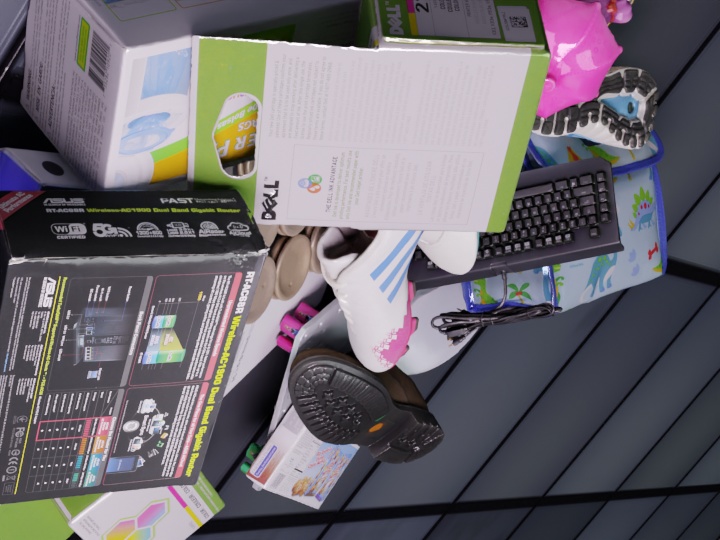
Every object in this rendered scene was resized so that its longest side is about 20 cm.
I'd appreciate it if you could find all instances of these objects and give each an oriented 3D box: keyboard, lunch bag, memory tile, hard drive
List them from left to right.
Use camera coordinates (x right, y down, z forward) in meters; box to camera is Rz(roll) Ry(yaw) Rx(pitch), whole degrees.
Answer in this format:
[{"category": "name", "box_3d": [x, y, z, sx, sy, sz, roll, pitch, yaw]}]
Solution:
[{"category": "hard drive", "box_3d": [-0.075, 0.027, 1.085, 0.200, 0.027, 0.132, -44, 163, -47]}, {"category": "memory tile", "box_3d": [-0.037, -0.059, 1.013, 0.200, 0.017, 0.155, -37, 138, -54]}, {"category": "keyboard", "box_3d": [0.110, -0.011, 1.124, 0.198, 0.128, 0.021, -12, 169, 26]}, {"category": "lunch bag", "box_3d": [0.172, -0.075, 1.220, 0.169, 0.127, 0.202, -15, 100, -43]}]

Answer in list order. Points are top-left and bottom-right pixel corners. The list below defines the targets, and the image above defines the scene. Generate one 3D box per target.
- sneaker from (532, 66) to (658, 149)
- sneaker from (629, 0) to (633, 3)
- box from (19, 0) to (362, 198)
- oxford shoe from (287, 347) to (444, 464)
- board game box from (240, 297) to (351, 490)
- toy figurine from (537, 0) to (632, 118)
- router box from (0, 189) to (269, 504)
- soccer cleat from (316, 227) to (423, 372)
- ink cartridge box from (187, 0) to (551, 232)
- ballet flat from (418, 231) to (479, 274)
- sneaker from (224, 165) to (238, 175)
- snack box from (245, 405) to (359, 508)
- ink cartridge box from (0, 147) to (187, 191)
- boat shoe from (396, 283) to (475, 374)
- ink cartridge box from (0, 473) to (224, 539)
[{"category": "sneaker", "box_3d": [0.140, -0.136, 1.099, 0.199, 0.090, 0.079, 16, 86, -42]}, {"category": "sneaker", "box_3d": [0.165, -0.219, 1.062, 0.090, 0.075, 0.200, -39, 165, -9]}, {"category": "box", "box_3d": [-0.089, -0.135, 0.855, 0.199, 0.101, 0.113, -21, 144, -35]}, {"category": "oxford shoe", "box_3d": [-0.007, 0.097, 1.171, 0.072, 0.085, 0.200, -33, 148, 13]}, {"category": "board game box", "box_3d": [-0.022, 0.068, 1.227, 0.200, 0.026, 0.201, -40, 157, -44]}, {"category": "toy figurine", "box_3d": [0.107, -0.185, 0.952, 0.199, 0.184, 0.151, -29, 148, -25]}, {"category": "router box", "box_3d": [-0.152, 0.046, 0.839, 0.149, 0.062, 0.201, -1, 131, -27]}, {"category": "soccer cleat", "box_3d": [0.000, 0.000, 1.051, 0.086, 0.070, 0.201, -16, 136, -28]}, {"category": "ink cartridge box", "box_3d": [-0.002, -0.100, 0.842, 0.198, 0.076, 0.148, 2, 138, -7]}, {"category": "ballet flat", "box_3d": [0.044, -0.082, 1.073, 0.069, 0.069, 0.202, -23, 119, -32]}, {"category": "sneaker", "box_3d": [-0.119, -0.022, 1.014, 0.079, 0.075, 0.201, -31, 158, -44]}, {"category": "snack box", "box_3d": [-0.047, 0.166, 1.247, 0.072, 0.024, 0.200, -56, 163, -6]}, {"category": "ink cartridge box", "box_3d": [-0.202, 0.021, 0.885, 0.199, 0.043, 0.199, 4, 121, -44]}, {"category": "boat shoe", "box_3d": [0.084, 0.018, 1.285, 0.200, 0.056, 0.069, -43, 117, -20]}, {"category": "ink cartridge box", "box_3d": [-0.224, 0.202, 1.136, 0.200, 0.076, 0.148, -39, 151, -11]}]
